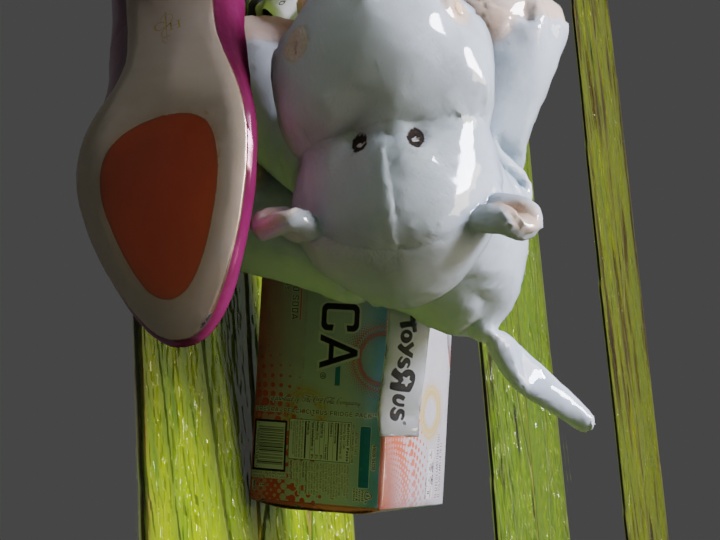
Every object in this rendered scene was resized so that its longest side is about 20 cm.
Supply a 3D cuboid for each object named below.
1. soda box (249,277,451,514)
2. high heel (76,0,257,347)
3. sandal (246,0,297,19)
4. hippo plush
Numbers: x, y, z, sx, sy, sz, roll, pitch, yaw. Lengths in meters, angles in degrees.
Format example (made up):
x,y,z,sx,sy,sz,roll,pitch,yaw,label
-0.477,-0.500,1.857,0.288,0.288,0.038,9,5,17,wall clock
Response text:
x,y,z,sx,sy,sz,roll,pitch,yaw,label
0.000,0.000,1.099,0.068,0.063,0.201,5,88,-65,soda box
-0.060,-0.058,0.958,0.096,0.067,0.201,53,32,-65,high heel
-0.030,-0.091,1.166,0.207,0.059,0.080,-52,135,-45,sandal
-0.004,-0.033,0.976,0.161,0.158,0.201,2,85,-78,hippo plush
